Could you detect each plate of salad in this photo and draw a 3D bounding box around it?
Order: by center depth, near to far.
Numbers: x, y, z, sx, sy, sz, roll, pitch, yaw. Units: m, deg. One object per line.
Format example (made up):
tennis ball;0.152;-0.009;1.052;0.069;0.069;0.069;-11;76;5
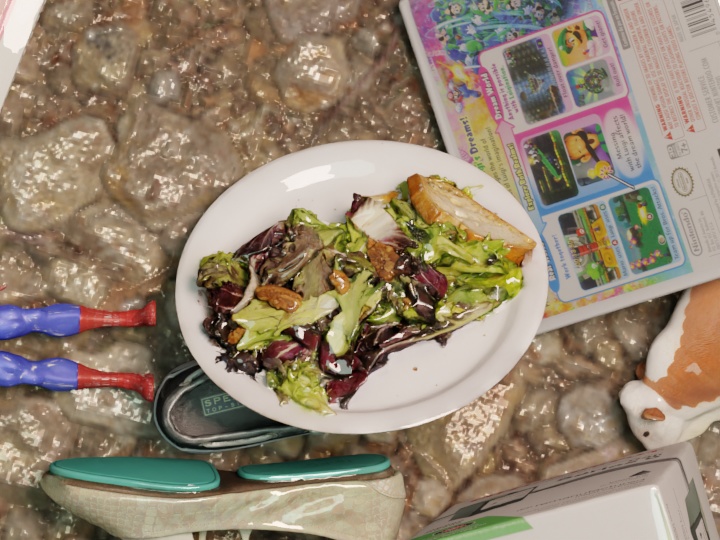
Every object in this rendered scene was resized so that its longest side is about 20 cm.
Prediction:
plate of salad;0.000;0.000;1.570;0.199;0.048;0.201;-2;52;2

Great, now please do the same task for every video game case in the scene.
video game case;0.132;-0.081;1.605;0.181;0.024;0.201;-18;92;25

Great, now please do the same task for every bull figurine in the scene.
bull figurine;0.222;0.022;1.639;0.121;0.065;0.201;19;88;-9

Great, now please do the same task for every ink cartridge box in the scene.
ink cartridge box;0.106;0.155;1.539;0.145;0.200;0.084;-16;90;11

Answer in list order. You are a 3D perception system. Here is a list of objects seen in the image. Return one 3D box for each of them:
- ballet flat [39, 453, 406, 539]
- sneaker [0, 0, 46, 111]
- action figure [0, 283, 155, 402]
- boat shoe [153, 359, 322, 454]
ballet flat;-0.073;0.134;1.599;0.199;0.067;0.063;0;99;-7
sneaker;-0.232;-0.118;1.575;0.104;0.075;0.201;23;79;-11
action figure;-0.210;0.039;1.592;0.199;0.052;0.066;1;92;-5
boat shoe;-0.015;0.052;1.604;0.198;0.068;0.074;-11;91;-7
